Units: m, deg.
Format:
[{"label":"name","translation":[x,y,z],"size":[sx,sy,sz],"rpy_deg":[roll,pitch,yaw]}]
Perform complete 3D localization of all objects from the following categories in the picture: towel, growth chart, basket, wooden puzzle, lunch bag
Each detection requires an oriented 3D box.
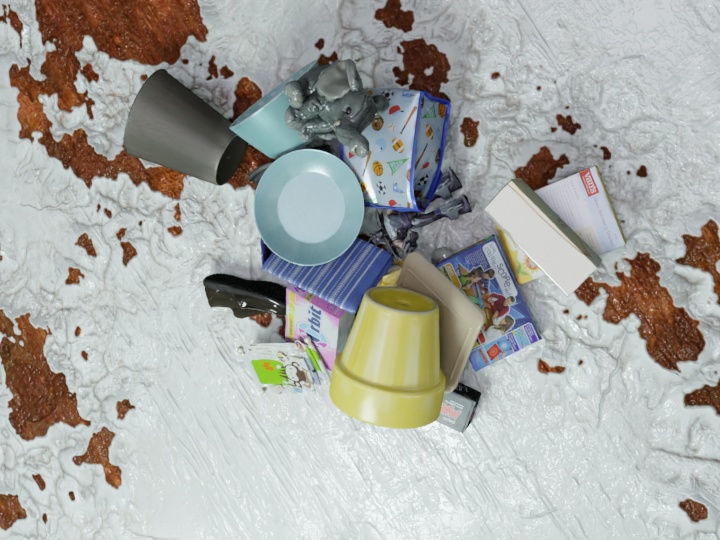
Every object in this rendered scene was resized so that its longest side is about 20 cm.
[{"label":"towel","translation":[-0.056,-0.012,1.651],"size":[0.198,0.145,0.024],"rpy_deg":[25,147,20]},{"label":"growth chart","translation":[-0.143,0.187,1.782],"size":[0.198,0.018,0.146],"rpy_deg":[-9,125,34]},{"label":"basket","translation":[-0.327,-0.258,1.777],"size":[0.198,0.136,0.182],"rpy_deg":[27,110,11]},{"label":"wooden puzzle","translation":[0.128,0.091,1.635],"size":[0.185,0.037,0.202],"rpy_deg":[44,137,25]},{"label":"lunch bag","translation":[0.056,-0.208,1.628],"size":[0.168,0.123,0.204],"rpy_deg":[9,92,37]}]

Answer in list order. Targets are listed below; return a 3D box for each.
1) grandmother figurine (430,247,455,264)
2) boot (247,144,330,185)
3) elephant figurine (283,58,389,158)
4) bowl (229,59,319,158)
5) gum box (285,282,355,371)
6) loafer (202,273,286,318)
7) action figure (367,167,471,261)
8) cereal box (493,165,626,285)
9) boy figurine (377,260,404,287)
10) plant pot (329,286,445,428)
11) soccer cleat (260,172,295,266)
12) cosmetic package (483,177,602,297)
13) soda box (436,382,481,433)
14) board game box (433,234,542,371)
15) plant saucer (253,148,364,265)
[{"label":"grandmother figurine","translation":[0.160,0.059,1.680],"size":[0.119,0.061,0.204],"rpy_deg":[-5,99,12]},{"label":"boot","translation":[-0.108,-0.131,1.748],"size":[0.197,0.069,0.177],"rpy_deg":[-12,101,28]},{"label":"elephant figurine","translation":[-0.020,-0.271,1.535],"size":[0.198,0.140,0.158],"rpy_deg":[10,105,44]},{"label":"bowl","translation":[-0.128,-0.278,1.682],"size":[0.199,0.201,0.105],"rpy_deg":[-32,107,21]},{"label":"gum box","translation":[-0.074,0.095,1.713],"size":[0.112,0.066,0.201],"rpy_deg":[29,147,15]},{"label":"loafer","translation":[-0.216,0.059,1.817],"size":[0.197,0.073,0.073],"rpy_deg":[14,112,23]},{"label":"action figure","translation":[0.096,-0.100,1.669],"size":[0.198,0.069,0.132],"rpy_deg":[-29,69,13]},{"label":"cereal box","translation":[0.339,-0.077,1.603],"size":[0.198,0.039,0.146],"rpy_deg":[-21,90,21]},{"label":"boy figurine","translation":[0.000,0.000,1.694],"size":[0.197,0.124,0.065],"rpy_deg":[12,115,13]},{"label":"plant pot","translation":[0.056,0.138,1.577],"size":[0.198,0.200,0.192],"rpy_deg":[15,107,17]},{"label":"soccer cleat","translation":[-0.148,-0.088,1.709],"size":[0.064,0.084,0.203],"rpy_deg":[20,124,18]},{"label":"cosmetic package","translation":[0.303,-0.058,1.543],"size":[0.200,0.103,0.073],"rpy_deg":[45,109,8]},{"label":"soda box","translation":[0.117,0.222,1.714],"size":[0.197,0.063,0.072],"rpy_deg":[22,105,15]},{"label":"board game box","translation":[0.217,0.057,1.634],"size":[0.134,0.034,0.202],"rpy_deg":[-25,96,2]},{"label":"plant saucer","translation":[-0.089,-0.111,1.644],"size":[0.197,0.039,0.205],"rpy_deg":[0,93,7]}]
